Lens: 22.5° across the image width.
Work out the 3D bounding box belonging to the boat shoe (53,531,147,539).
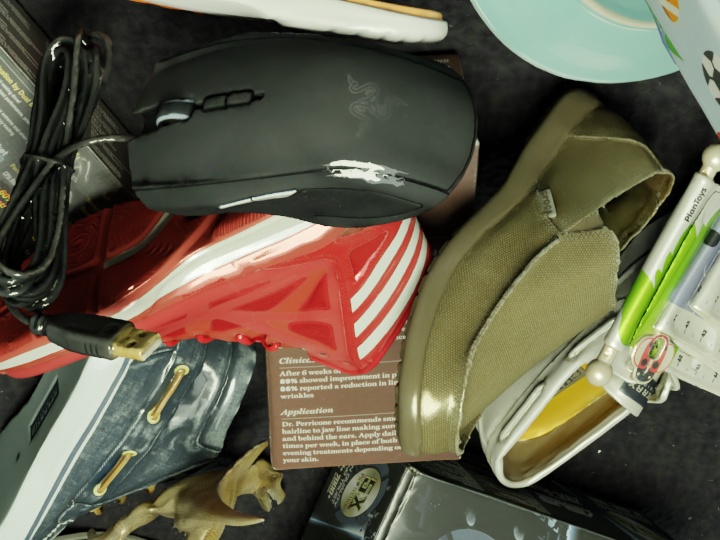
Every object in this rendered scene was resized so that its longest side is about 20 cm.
[{"bbox_3d":[-0.100,0.196,1.019,0.198,0.074,0.061,11,124,-26],"label":"boat shoe"}]

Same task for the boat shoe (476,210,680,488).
[{"bbox_3d":[0.137,0.042,0.914,0.199,0.070,0.071,-37,125,23],"label":"boat shoe"}]

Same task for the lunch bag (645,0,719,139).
[{"bbox_3d":[0.181,-0.125,0.652,0.159,0.201,0.076,-25,173,-9],"label":"lunch bag"}]

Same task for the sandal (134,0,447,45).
[{"bbox_3d":[-0.061,-0.134,0.730,0.204,0.079,0.060,11,95,7],"label":"sandal"}]

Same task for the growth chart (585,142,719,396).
[{"bbox_3d":[0.211,0.010,0.885,0.199,0.018,0.146,17,102,-32],"label":"growth chart"}]

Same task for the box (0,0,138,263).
[{"bbox_3d":[-0.214,-0.070,0.787,0.157,0.050,0.200,-28,128,16],"label":"box"}]

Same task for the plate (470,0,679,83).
[{"bbox_3d":[0.127,-0.165,0.721,0.198,0.026,0.202,-12,122,-21],"label":"plate"}]

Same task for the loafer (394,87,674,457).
[{"bbox_3d":[0.078,0.002,0.792,0.067,0.201,0.076,22,151,19],"label":"loafer"}]

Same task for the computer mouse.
[{"bbox_3d":[-0.060,-0.032,0.697,0.198,0.142,0.046,7,162,22],"label":"computer mouse"}]

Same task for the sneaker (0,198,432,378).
[{"bbox_3d":[-0.059,0.022,0.778,0.199,0.079,0.116,-24,125,20],"label":"sneaker"}]

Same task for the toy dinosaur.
[{"bbox_3d":[-0.084,0.121,0.906,0.101,0.200,0.058,-43,87,1],"label":"toy dinosaur"}]

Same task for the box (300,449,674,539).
[{"bbox_3d":[0.063,0.192,0.983,0.199,0.086,0.165,22,98,-23],"label":"box"}]

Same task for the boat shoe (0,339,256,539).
[{"bbox_3d":[-0.131,0.097,0.927,0.090,0.071,0.201,18,126,-24],"label":"boat shoe"}]

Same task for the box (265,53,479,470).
[{"bbox_3d":[0.000,0.000,0.860,0.099,0.075,0.201,-2,132,-4],"label":"box"}]
